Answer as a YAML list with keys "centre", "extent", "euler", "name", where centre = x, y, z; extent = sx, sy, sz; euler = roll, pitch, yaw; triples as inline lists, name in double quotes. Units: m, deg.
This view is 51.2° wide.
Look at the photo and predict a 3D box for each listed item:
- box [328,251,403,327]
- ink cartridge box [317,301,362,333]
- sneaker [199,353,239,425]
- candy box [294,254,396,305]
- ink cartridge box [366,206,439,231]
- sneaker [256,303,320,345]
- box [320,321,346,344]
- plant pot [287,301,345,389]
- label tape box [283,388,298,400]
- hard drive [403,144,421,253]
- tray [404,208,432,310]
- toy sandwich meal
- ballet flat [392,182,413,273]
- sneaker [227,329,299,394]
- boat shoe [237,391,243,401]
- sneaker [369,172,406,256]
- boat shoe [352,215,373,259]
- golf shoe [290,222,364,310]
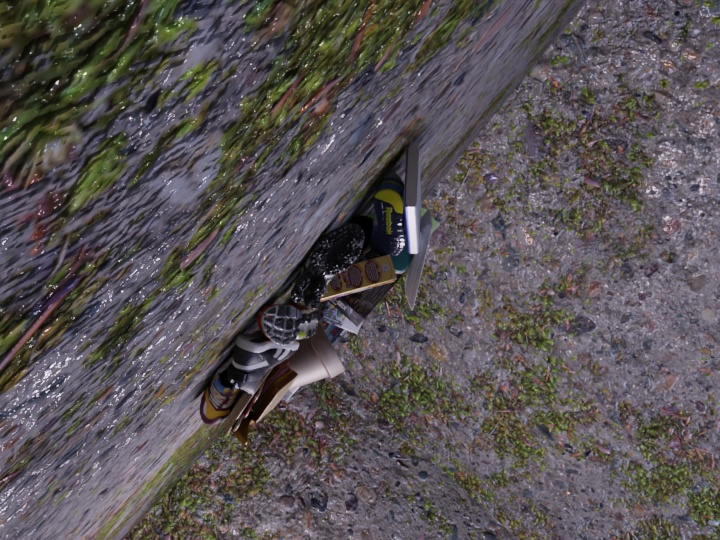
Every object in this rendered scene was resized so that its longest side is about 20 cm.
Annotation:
- centre: [0.000, 0.000, 1.657]
  extent: [0.200, 0.157, 0.050]
  euler: [-48, 178, -32]
  name: "box"
- centre: [-0.019, 0.033, 1.730]
  extent: [0.050, 0.108, 0.202]
  euler: [29, -84, 60]
  name: "ink cartridge box"
- centre: [-0.276, 0.235, 1.502]
  extent: [0.201, 0.075, 0.090]
  euler: [-56, 167, 16]
  name: "sneaker"
- centre: [-0.029, 0.021, 1.521]
  extent: [0.198, 0.057, 0.117]
  euler: [-17, 177, 0]
  name: "candy box"
- centre: [0.077, -0.089, 1.763]
  extent: [0.048, 0.145, 0.200]
  euler: [-43, 174, -40]
  name: "ink cartridge box"
- centre: [-0.153, 0.098, 1.451]
  extent: [0.200, 0.084, 0.078]
  euler: [15, 90, -67]
  name: "sneaker"
- centre: [-0.148, 0.184, 2.033]
  extent: [0.200, 0.136, 0.038]
  euler: [-49, 158, 2]
  name: "box"
- centre: [-0.158, 0.189, 1.730]
  extent: [0.173, 0.201, 0.200]
  euler: [-31, 175, -9]
  name: "plant pot"
- centre: [-0.215, 0.260, 1.957]
  extent: [0.200, 0.144, 0.063]
  euler: [-51, 176, 40]
  name: "label tape box"
- centre: [0.103, -0.135, 1.476]
  extent: [0.200, 0.025, 0.133]
  euler: [77, 16, -66]
  name: "hard drive"
- centre: [0.122, -0.026, 1.622]
  extent: [0.108, 0.022, 0.202]
  euler: [-83, -176, -66]
  name: "tray"
- centre: [-0.206, 0.270, 1.556]
  extent: [0.206, 0.070, 0.205]
  euler: [-56, 180, -1]
  name: "toy sandwich meal"
- centre: [0.078, -0.093, 1.618]
  extent: [0.072, 0.071, 0.203]
  euler: [79, 8, -87]
  name: "ballet flat"
- centre: [-0.194, 0.178, 1.437]
  extent: [0.200, 0.073, 0.113]
  euler: [8, 103, -67]
  name: "sneaker"
- centre: [-0.259, 0.239, 1.608]
  extent: [0.201, 0.072, 0.063]
  euler: [-53, 162, -15]
  name: "boat shoe"
- centre: [0.060, -0.109, 1.512]
  extent: [0.201, 0.073, 0.083]
  euler: [96, 2, -49]
  name: "sneaker"
- centre: [-0.016, -0.058, 1.594]
  extent: [0.074, 0.076, 0.200]
  euler: [-41, 176, 31]
  name: "boat shoe"
- centre: [-0.062, -0.024, 1.385]
  extent: [0.200, 0.077, 0.095]
  euler: [-48, -165, 27]
  name: "golf shoe"
